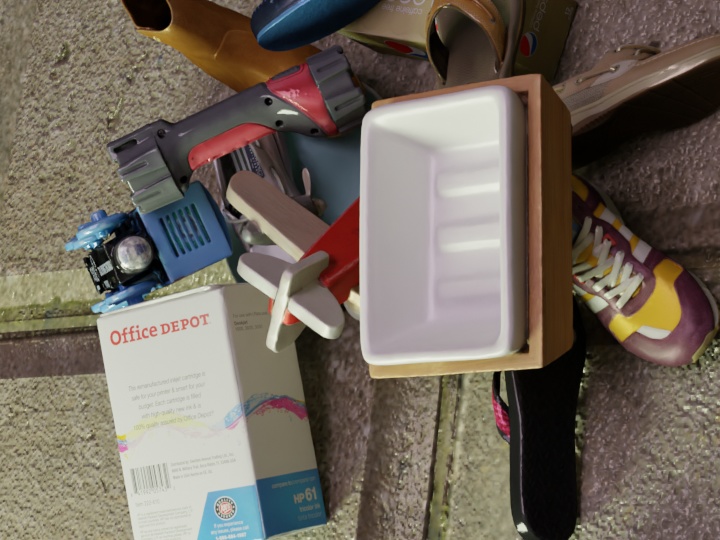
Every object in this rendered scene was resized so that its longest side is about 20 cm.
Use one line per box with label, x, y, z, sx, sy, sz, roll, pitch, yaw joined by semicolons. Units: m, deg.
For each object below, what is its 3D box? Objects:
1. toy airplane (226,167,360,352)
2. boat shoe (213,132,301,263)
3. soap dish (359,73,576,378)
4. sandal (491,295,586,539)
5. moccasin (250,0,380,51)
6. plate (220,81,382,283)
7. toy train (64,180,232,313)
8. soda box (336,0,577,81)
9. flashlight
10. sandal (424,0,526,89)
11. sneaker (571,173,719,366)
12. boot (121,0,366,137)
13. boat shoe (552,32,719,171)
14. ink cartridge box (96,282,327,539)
toy airplane;0.000;0.000;1.675;0.199;0.141;0.200;-4;54;-1
boat shoe;-0.084;-0.049;1.795;0.074;0.067;0.200;-42;51;25
soap dish;0.076;-0.027;1.540;0.157;0.081;0.200;-7;80;44
sandal;0.121;0.098;1.587;0.045;0.075;0.200;-16;67;51
moccasin;-0.005;-0.248;1.740;0.200;0.080;0.068;-33;68;14
plate;-0.037;-0.062;1.822;0.200;0.026;0.200;-16;65;38
toy train;-0.176;-0.017;1.844;0.087;0.114;0.200;67;167;-1
soda box;0.069;-0.201;1.745;0.200;0.064;0.068;15;86;44
flashlight;-0.092;-0.106;1.738;0.200;0.068;0.068;-26;61;2
sandal;0.076;-0.170;1.642;0.080;0.054;0.200;-14;62;37
sneaker;0.168;-0.005;1.563;0.075;0.090;0.200;-55;46;13
boot;-0.101;-0.174;1.802;0.201;0.144;0.071;32;98;42
boat shoe;0.194;-0.133;1.602;0.200;0.072;0.065;-26;60;41
ink cartridge box;-0.119;0.116;1.753;0.144;0.085;0.200;-13;86;39
